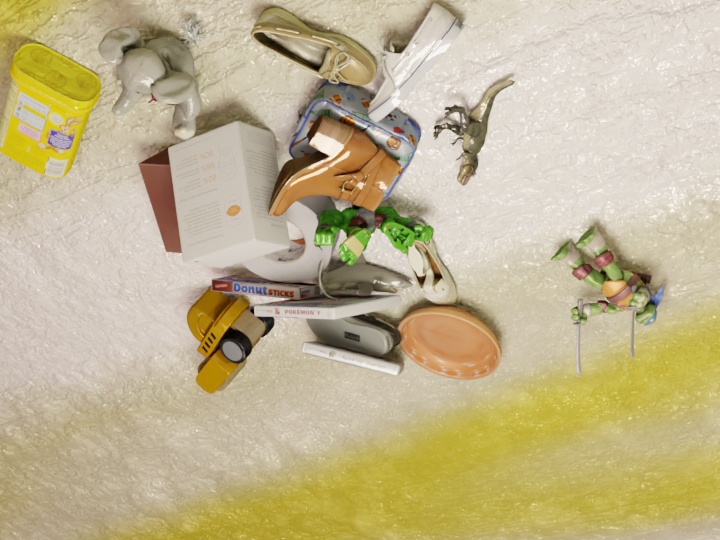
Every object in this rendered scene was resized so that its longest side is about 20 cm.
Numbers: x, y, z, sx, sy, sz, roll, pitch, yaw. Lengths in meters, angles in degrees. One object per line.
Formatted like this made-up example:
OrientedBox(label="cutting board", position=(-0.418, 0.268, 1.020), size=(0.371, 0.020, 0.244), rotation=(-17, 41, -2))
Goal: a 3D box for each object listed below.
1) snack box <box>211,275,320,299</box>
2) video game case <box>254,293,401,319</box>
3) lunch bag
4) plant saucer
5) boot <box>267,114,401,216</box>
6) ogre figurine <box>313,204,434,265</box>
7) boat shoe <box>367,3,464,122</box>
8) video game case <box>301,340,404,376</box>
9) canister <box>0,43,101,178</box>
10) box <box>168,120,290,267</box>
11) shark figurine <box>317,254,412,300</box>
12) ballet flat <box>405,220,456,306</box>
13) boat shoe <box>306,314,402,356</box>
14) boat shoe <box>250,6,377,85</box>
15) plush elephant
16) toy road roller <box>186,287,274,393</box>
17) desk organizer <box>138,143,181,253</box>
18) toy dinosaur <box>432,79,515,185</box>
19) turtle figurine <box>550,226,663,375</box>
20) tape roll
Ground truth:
OrientedBox(label="snack box", position=(-0.175, 0.031, 1.899), size=(0.198, 0.072, 0.025), rotation=(5, 99, 30))
OrientedBox(label="video game case", position=(-0.056, 0.061, 1.823), size=(0.181, 0.199, 0.023), rotation=(0, 96, 37))
OrientedBox(label="lunch bag", position=(-0.014, -0.207, 1.668), size=(0.199, 0.076, 0.161), rotation=(27, 135, -8))
OrientedBox(label="plant saucer", position=(0.166, 0.129, 1.912), size=(0.198, 0.038, 0.201), rotation=(15, 143, 11))
OrientedBox(label="boot", position=(-0.044, -0.132, 1.626), size=(0.154, 0.074, 0.200), rotation=(28, 122, -20))
OrientedBox(label="ogre figurine", position=(0.011, -0.072, 1.717), size=(0.198, 0.120, 0.099), rotation=(-22, 118, -9))
OrientedBox(label="boat shoe", position=(0.059, -0.316, 1.543), size=(0.086, 0.075, 0.202), rotation=(39, 121, -8))
OrientedBox(label="video game case", position=(-0.010, 0.163, 1.935), size=(0.180, 0.200, 0.024), rotation=(14, 88, 5))
OrientedBox(label="canister", position=(-0.539, -0.267, 1.769), size=(0.148, 0.087, 0.200), rotation=(28, 134, -8))
OrientedBox(label="box", position=(-0.217, -0.121, 1.708), size=(0.151, 0.202, 0.106), rotation=(-15, 168, 28))
OrientedBox(label="shark figurine", position=(-0.022, -0.002, 1.833), size=(0.127, 0.213, 0.091), rotation=(11, 98, 47))
OrientedBox(label="ballet flat", position=(0.113, 0.003, 1.818), size=(0.067, 0.063, 0.201), rotation=(-11, 126, 25))
OrientedBox(label="boat shoe", position=(-0.014, 0.109, 1.941), size=(0.199, 0.063, 0.071), rotation=(21, 115, 32))
OrientedBox(label="boat shoe", position=(-0.071, -0.331, 1.581), size=(0.199, 0.063, 0.073), rotation=(28, 133, -8))
OrientedBox(label="plush elephant", position=(-0.328, -0.299, 1.612), size=(0.164, 0.155, 0.201), rotation=(41, 126, 8))
OrientedBox(label="toy road roller", position=(-0.274, 0.125, 2.013), size=(0.146, 0.123, 0.200), rotation=(39, 131, 1))
OrientedBox(label="desk organizer", position=(-0.322, -0.125, 1.836), size=(0.076, 0.072, 0.201), rotation=(5, 131, 16))
OrientedBox(label="toy dinosaur", position=(0.166, -0.225, 1.615), size=(0.087, 0.048, 0.201), rotation=(9, 133, -11))
OrientedBox(label="turtle figurine", position=(0.395, 0.043, 1.694), size=(0.200, 0.144, 0.194), rotation=(-41, 93, -5))
OrientedBox(label="tape roll", position=(-0.137, -0.073, 1.828), size=(0.198, 0.066, 0.202), rotation=(9, 133, 10))
